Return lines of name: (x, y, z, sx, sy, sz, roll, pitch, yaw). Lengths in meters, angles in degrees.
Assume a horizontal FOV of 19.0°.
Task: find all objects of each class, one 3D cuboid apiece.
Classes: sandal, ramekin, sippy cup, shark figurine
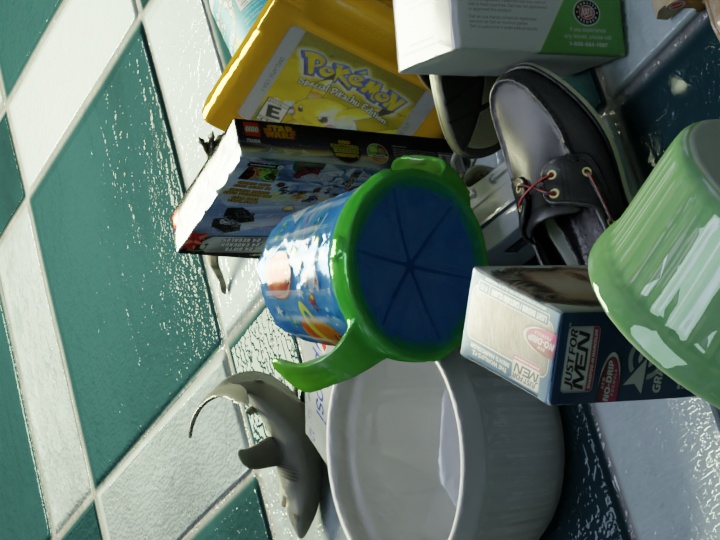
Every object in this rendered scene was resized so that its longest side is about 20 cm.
sandal: (0.064, -0.173, 1.566, 0.057, 0.080, 0.201, -40, 62, 54)
ramekin: (0.240, 0.000, 1.227, 0.200, 0.200, 0.098, 56, 129, 43)
sippy cup: (0.000, 0.000, 1.537, 0.130, 0.178, 0.140, -5, 101, 50)
shark figurine: (-0.060, 0.124, 1.833, 0.089, 0.215, 0.128, -2, 55, 26)
ramekin: (0.067, 0.135, 1.612, 0.200, 0.105, 0.201, 6, 97, 60)

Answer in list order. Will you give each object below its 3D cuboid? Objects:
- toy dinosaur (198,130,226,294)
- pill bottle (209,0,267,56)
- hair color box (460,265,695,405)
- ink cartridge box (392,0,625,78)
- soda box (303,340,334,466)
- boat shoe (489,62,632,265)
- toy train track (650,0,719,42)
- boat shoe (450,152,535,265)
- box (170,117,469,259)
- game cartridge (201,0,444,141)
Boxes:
toy dinosaur: (-0.121, -0.072, 1.989, 0.088, 0.047, 0.200, 61, 143, 29)
pill bottle: (-0.061, -0.207, 1.811, 0.111, 0.111, 0.200, -61, 41, 41)
hair color box: (0.174, 0.036, 1.330, 0.100, 0.200, 0.061, 28, 115, 56)
ink cartridge box: (0.098, -0.242, 1.503, 0.084, 0.146, 0.201, -14, 78, 59)
soda box: (-0.005, 0.070, 1.722, 0.068, 0.063, 0.200, -128, 29, -47)
boat shoe: (0.141, -0.048, 1.460, 0.074, 0.063, 0.202, -30, 83, 43)
toy train track: (0.239, -0.219, 1.372, 0.200, 0.032, 0.115, -40, 58, 52)
boat shoe: (0.092, -0.050, 1.592, 0.202, 0.074, 0.086, -39, 59, 51)
box: (-0.032, -0.058, 1.678, 0.137, 0.199, 0.040, -51, 43, 47)
game cartridge: (-0.009, -0.146, 1.672, 0.200, 0.176, 0.032, -51, 18, 49)
